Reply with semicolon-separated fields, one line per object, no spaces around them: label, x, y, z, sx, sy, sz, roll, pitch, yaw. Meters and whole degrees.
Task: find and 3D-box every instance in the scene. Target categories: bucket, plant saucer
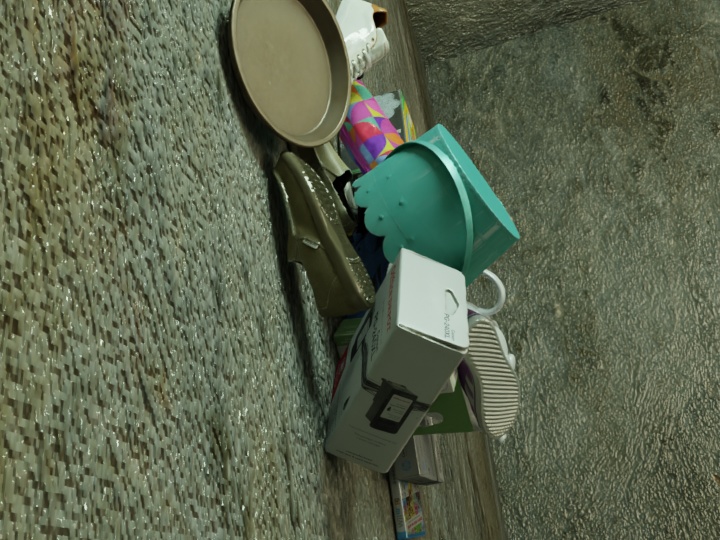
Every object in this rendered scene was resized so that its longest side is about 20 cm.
bucket;0.099;-0.074;0.884;0.207;0.134;0.208;47;18;-20
plant saucer;-0.080;-0.240;0.787;0.198;0.029;0.205;9;78;-53

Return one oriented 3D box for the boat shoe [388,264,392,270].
boat shoe;0.085;0.015;1.034;0.064;0.198;0.071;55;24;-15

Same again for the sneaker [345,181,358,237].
sneaker;0.003;-0.099;1.054;0.200;0.080;0.080;42;38;-67

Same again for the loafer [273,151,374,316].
loafer;-0.054;-0.038;0.766;0.203;0.067;0.076;64;13;15

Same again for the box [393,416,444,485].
box;0.086;0.254;1.100;0.200;0.040;0.159;50;30;-66

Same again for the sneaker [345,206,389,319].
sneaker;0.000;0.000;0.969;0.078;0.065;0.204;26;70;-37

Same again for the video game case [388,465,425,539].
video game case;0.066;0.312;1.091;0.143;0.017;0.205;49;31;-66

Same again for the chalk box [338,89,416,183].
chalk box;0.036;-0.181;1.188;0.124;0.122;0.204;58;25;-56

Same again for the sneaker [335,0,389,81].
sneaker;-0.007;-0.304;0.974;0.073;0.083;0.204;85;18;-64

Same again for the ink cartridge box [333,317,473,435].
ink cartridge box;0.061;0.153;0.922;0.048;0.142;0.204;-58;136;-58

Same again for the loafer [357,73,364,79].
loafer;-0.046;-0.336;1.116;0.072;0.072;0.200;64;10;-6

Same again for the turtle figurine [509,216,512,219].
turtle figurine;0.130;-0.055;1.073;0.065;0.196;0.164;-110;-141;-72

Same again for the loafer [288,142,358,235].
loafer;-0.046;-0.132;0.898;0.076;0.066;0.205;-5;83;-77

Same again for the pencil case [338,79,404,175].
pencil case;0.009;-0.197;1.034;0.202;0.088;0.089;57;2;28

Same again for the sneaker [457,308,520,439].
sneaker;0.153;0.130;0.954;0.114;0.072;0.204;26;-41;57

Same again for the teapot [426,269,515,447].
teapot;0.165;0.132;1.062;0.202;0.143;0.200;62;36;-44

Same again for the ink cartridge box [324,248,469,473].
ink cartridge box;0.038;0.099;0.779;0.146;0.082;0.202;-83;-163;-57
